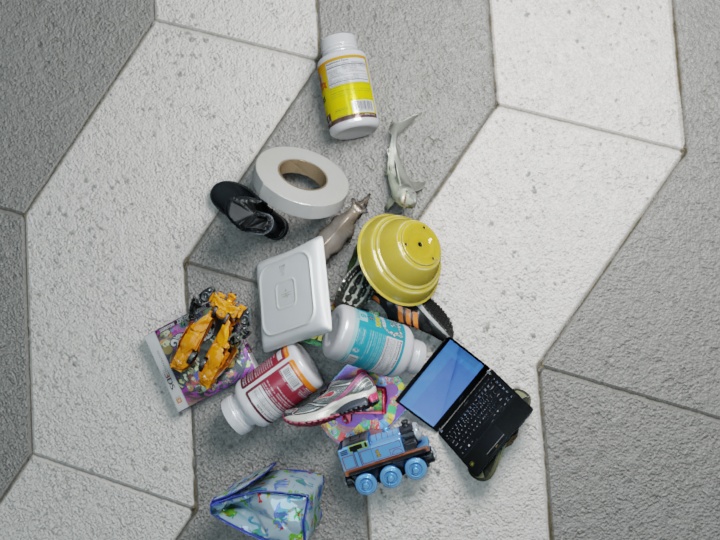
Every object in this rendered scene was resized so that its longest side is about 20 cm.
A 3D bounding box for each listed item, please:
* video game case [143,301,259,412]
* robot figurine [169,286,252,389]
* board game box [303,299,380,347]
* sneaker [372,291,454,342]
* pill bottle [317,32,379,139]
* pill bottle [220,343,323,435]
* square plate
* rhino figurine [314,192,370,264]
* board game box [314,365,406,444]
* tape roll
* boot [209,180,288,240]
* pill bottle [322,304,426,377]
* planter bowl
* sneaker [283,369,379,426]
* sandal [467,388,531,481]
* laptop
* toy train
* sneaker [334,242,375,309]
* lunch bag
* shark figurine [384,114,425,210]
[{"bbox_3d":[-0.342,0.179,1.533,0.198,0.036,0.183,-27,85,5],"label":"video game case"},{"bbox_3d":[-0.308,0.134,1.484,0.144,0.058,0.201,29,91,6],"label":"robot figurine"},{"bbox_3d":[-0.066,0.114,1.507,0.198,0.023,0.106,15,86,8],"label":"board game box"},{"bbox_3d":[0.103,0.089,1.478,0.200,0.070,0.090,42,114,3],"label":"sneaker"},{"bbox_3d":[-0.029,-0.386,1.491,0.108,0.109,0.202,-11,85,6],"label":"pill bottle"},{"bbox_3d":[-0.185,0.247,1.472,0.199,0.113,0.113,-35,83,4],"label":"pill bottle"},{"bbox_3d":[-0.145,0.050,1.454,0.199,0.028,0.200,-20,69,36],"label":"square plate"},{"bbox_3d":[-0.042,-0.084,1.486,0.060,0.087,0.200,42,92,7],"label":"rhino figurine"},{"bbox_3d":[0.000,0.279,1.483,0.158,0.039,0.200,44,93,7],"label":"board game box"},{"bbox_3d":[-0.122,-0.182,1.455,0.201,0.203,0.037,29,128,7],"label":"tape roll"},{"bbox_3d":[-0.247,-0.134,1.473,0.199,0.168,0.077,33,91,8],"label":"boot"},{"bbox_3d":[0.031,0.148,1.428,0.198,0.111,0.112,20,89,-20],"label":"pill bottle"},{"bbox_3d":[0.099,-0.037,1.413,0.199,0.083,0.203,13,63,-27],"label":"planter bowl"},{"bbox_3d":[-0.062,0.265,1.439,0.198,0.081,0.075,-19,72,2],"label":"sneaker"},{"bbox_3d":[0.280,0.330,1.440,0.079,0.057,0.202,28,89,43],"label":"sandal"},{"bbox_3d":[0.204,0.269,1.417,0.178,0.103,0.200,-52,49,8],"label":"laptop"},{"bbox_3d":[0.052,0.375,1.443,0.198,0.087,0.115,-19,95,6],"label":"toy train"},{"bbox_3d":[0.000,0.000,1.480,0.076,0.089,0.202,29,81,-16],"label":"sneaker"},{"bbox_3d":[-0.184,0.464,1.431,0.197,0.170,0.129,3,87,9],"label":"lunch bag"},{"bbox_3d":[0.097,-0.209,1.496,0.088,0.128,0.217,0,68,-18],"label":"shark figurine"}]
